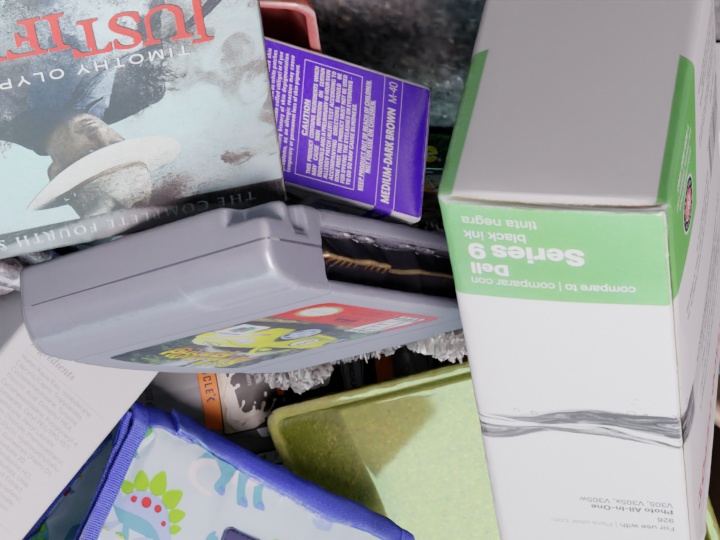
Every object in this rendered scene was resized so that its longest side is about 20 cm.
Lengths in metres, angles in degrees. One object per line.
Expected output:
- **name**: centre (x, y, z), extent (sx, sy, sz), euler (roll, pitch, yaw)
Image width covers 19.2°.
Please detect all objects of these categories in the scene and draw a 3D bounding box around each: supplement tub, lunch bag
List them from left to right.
- **lunch bag**: centre (-0.091, 0.177, 1.041), extent (0.170, 0.200, 0.127), euler (28, -168, -24)
- **supplement tub**: centre (-0.050, 0.047, 1.143), extent (0.199, 0.123, 0.123), euler (-13, 169, -19)

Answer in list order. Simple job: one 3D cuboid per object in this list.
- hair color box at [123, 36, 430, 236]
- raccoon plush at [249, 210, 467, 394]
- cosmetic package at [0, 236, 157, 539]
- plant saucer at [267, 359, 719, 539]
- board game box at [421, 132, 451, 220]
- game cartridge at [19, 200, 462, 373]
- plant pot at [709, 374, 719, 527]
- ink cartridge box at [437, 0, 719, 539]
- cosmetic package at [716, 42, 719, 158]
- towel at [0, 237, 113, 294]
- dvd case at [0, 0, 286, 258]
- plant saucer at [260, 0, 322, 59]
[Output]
- **hair color box**: centre (-0.084, -0.056, 0.845), extent (0.199, 0.065, 0.109), euler (16, 160, -28)
- **raccoon plush**: centre (0.000, 0.000, 0.986), extent (0.134, 0.097, 0.200), euler (-9, 169, 23)
- **cosmetic package**: centre (-0.169, 0.062, 1.000), extent (0.074, 0.200, 0.102), euler (46, 167, -25)
- **plant saucer**: centre (0.079, 0.119, 1.090), extent (0.199, 0.048, 0.200), euler (-15, 117, 15)
- **board game box**: centre (0.061, -0.040, 1.052), extent (0.199, 0.024, 0.105), euler (4, 161, 5)
- **game cartridge**: centre (-0.037, 0.012, 0.858), extent (0.133, 0.041, 0.200), euler (-11, 170, 30)
- **plant pot**: centre (0.138, 0.100, 1.199), extent (0.199, 0.175, 0.201), euler (3, 119, 6)
- **ink cartridge box**: centre (0.092, -0.004, 0.818), extent (0.084, 0.146, 0.200), euler (2, 136, 14)
- **cosmetic package**: centre (0.166, -0.039, 0.931), extent (0.199, 0.052, 0.151), euler (0, 149, 17)
- **towel**: centre (-0.218, -0.034, 0.922), extent (0.200, 0.086, 0.165), euler (16, 161, -33)
- **dvd case**: centre (-0.105, -0.087, 0.717), extent (0.145, 0.022, 0.200), euler (-11, 136, -6)
- **plant saucer**: centre (-0.111, -0.093, 0.902), extent (0.199, 0.037, 0.200), euler (3, 163, 3)
